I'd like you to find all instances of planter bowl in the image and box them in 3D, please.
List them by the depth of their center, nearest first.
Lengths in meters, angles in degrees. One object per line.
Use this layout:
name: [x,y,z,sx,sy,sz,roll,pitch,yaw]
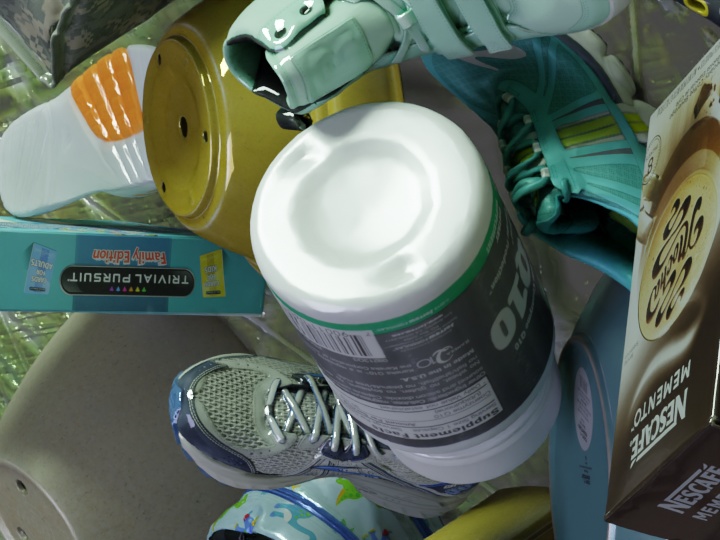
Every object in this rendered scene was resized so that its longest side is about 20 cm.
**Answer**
planter bowl: [-0.057,-0.076,1.510,0.200,0.083,0.201,22,114,62]

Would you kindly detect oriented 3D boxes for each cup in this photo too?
cup: [-0.151,0.121,1.854,0.200,0.143,0.201,36,145,31]

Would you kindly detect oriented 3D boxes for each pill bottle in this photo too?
pill bottle: [0.028,0.017,1.407,0.113,0.113,0.200,35,167,30]

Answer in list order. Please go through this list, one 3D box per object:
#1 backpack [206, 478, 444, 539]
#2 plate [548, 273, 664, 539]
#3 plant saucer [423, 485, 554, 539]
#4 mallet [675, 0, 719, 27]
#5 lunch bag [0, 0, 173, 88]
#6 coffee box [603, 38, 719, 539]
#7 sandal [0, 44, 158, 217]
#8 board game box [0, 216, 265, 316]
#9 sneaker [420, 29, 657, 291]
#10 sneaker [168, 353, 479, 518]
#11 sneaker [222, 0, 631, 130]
backpack: [-0.007,0.195,1.746,0.163,0.154,0.200,16,154,50]
plate: [0.117,0.099,1.454,0.200,0.026,0.201,178,90,-82]
plant saucer: [0.118,0.198,1.545,0.048,0.200,0.200,-44,81,25]
mallet: [0.087,-0.153,1.358,0.200,0.041,0.066,36,147,22]
lunch bag: [-0.152,-0.225,1.493,0.200,0.164,0.118,47,155,12]
coffee box: [0.166,0.006,1.233,0.080,0.200,0.113,16,151,-13]
sandal: [-0.138,-0.079,1.721,0.206,0.059,0.079,-15,80,51]
board game box: [-0.178,-0.004,1.719,0.151,0.200,0.047,8,95,52]
sneaker: [0.097,-0.055,1.392,0.200,0.080,0.078,44,148,20]
sneaker: [-0.007,0.077,1.599,0.085,0.200,0.077,-31,55,51]
sneaker: [0.026,-0.108,1.342,0.200,0.118,0.074,5,134,47]
